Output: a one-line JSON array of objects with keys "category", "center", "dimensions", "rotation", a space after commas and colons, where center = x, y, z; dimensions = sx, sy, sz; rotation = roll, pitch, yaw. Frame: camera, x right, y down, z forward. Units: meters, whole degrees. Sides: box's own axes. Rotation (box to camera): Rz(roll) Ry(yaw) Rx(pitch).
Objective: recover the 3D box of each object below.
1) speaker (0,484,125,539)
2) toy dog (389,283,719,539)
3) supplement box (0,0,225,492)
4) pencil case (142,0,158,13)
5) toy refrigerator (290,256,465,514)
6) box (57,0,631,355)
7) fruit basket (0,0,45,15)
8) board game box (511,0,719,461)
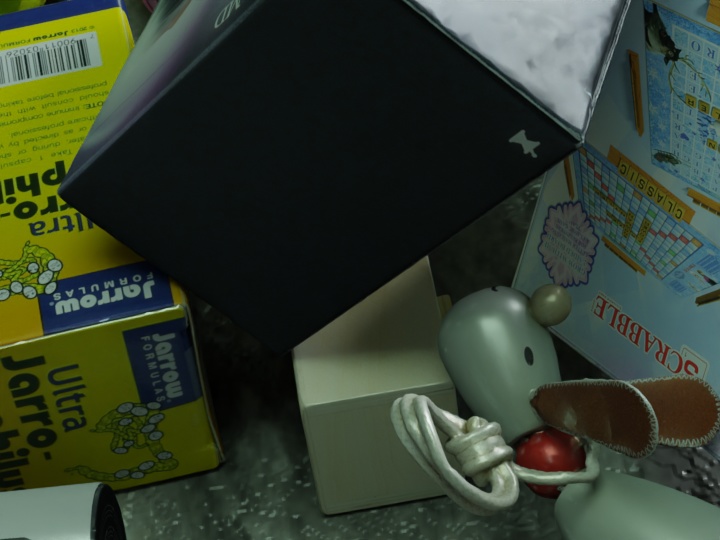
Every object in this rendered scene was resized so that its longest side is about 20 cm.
[{"category": "speaker", "center": [-0.193, 0.132, 0.821], "dimensions": [0.199, 0.081, 0.081], "rotation": [-5, 48, 3]}, {"category": "toy dog", "center": [0.113, 0.079, 0.770], "dimensions": [0.096, 0.200, 0.132], "rotation": [-40, 1, 18]}, {"category": "supplement box", "center": [-0.135, -0.011, 0.929], "dimensions": [0.109, 0.109, 0.200], "rotation": [-13, 48, -4]}, {"category": "pencil case", "center": [-0.110, -0.219, 1.133], "dimensions": [0.086, 0.083, 0.200], "rotation": [-22, 48, -11]}, {"category": "toy refrigerator", "center": [0.000, 0.000, 0.925], "dimensions": [0.070, 0.076, 0.200], "rotation": [-9, 47, -1]}, {"category": "box", "center": [0.007, -0.106, 0.819], "dimensions": [0.123, 0.200, 0.199], "rotation": [35, 50, -17]}, {"category": "fruit basket", "center": [-0.211, -0.147, 1.040], "dimensions": [0.215, 0.216, 0.156], "rotation": [-25, 50, -14]}, {"category": "board game box", "center": [0.155, -0.033, 0.834], "dimensions": [0.041, 0.200, 0.200], "rotation": [-2, 28, -36]}]
